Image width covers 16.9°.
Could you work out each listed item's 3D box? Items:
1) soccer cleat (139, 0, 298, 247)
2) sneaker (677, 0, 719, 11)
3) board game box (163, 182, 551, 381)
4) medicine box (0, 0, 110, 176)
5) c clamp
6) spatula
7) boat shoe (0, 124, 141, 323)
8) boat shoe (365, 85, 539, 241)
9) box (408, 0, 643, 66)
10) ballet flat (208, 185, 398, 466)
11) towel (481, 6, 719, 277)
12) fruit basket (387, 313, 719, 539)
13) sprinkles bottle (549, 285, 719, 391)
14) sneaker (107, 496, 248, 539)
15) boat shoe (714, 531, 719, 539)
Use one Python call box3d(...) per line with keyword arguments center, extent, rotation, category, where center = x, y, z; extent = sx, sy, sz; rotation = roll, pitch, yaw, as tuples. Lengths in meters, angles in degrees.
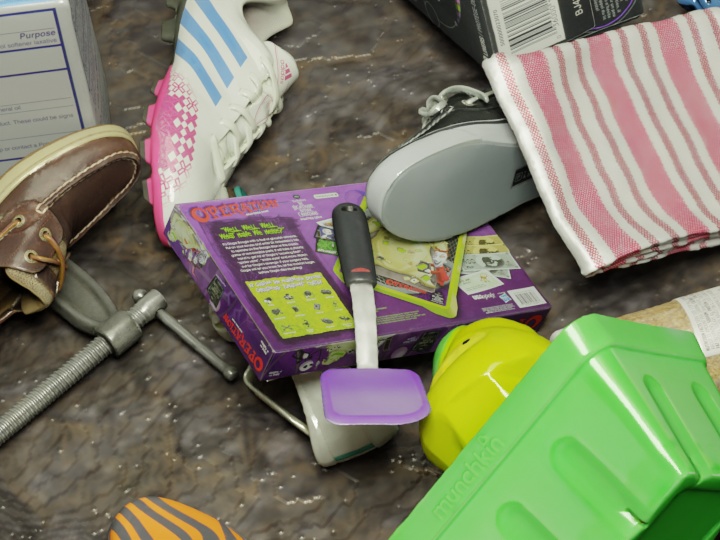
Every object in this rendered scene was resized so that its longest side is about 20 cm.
box3d(center=(-0.084, -0.102, 1.489), extent=(0.086, 0.070, 0.200), rotation=(-1, 54, 7), category="soccer cleat")
box3d(center=(0.253, -0.164, 1.518), extent=(0.078, 0.066, 0.200), rotation=(-40, 60, -8), category="sneaker")
box3d(center=(0.000, 0.000, 1.384), extent=(0.200, 0.032, 0.120), rotation=(-8, 53, -36), category="board game box")
box3d(center=(-0.250, -0.121, 1.436), extent=(0.182, 0.200, 0.103), rotation=(-8, 54, -1), category="medicine box")
box3d(center=(-0.201, 0.060, 1.409), extent=(0.200, 0.027, 0.171), rotation=(-36, 58, -19), category="c clamp")
box3d(center=(0.002, 0.022, 1.315), extent=(0.056, 0.021, 0.200), rotation=(1, 39, -6), category="spatula")
box3d(center=(-0.198, -0.003, 1.406), extent=(0.200, 0.072, 0.072), rotation=(-38, 60, -14), category="boat shoe")
box3d(center=(0.067, -0.076, 1.433), extent=(0.199, 0.074, 0.068), rotation=(-24, 50, -37), category="boat shoe")
box3d(center=(0.074, -0.224, 1.498), extent=(0.106, 0.122, 0.200), rotation=(-24, 35, -13), category="box")
box3d(center=(-0.050, 0.033, 1.401), extent=(0.069, 0.069, 0.200), rotation=(-27, 58, -14), category="ballet flat")
box3d(center=(0.179, -0.082, 1.421), extent=(0.200, 0.030, 0.147), rotation=(-15, 69, -31), category="towel")
box3d(center=(0.083, 0.094, 1.255), extent=(0.215, 0.155, 0.216), rotation=(-5, 81, 35), category="fruit basket")
box3d(center=(0.209, 0.040, 1.367), extent=(0.200, 0.068, 0.068), rotation=(-16, 55, -7), category="sprinkles bottle")
box3d(center=(-0.062, 0.168, 1.270), extent=(0.078, 0.112, 0.200), rotation=(-40, 61, -22), category="sneaker")
box3d(center=(0.231, 0.119, 1.297), extent=(0.200, 0.072, 0.072), rotation=(-38, 71, -13), category="boat shoe")
